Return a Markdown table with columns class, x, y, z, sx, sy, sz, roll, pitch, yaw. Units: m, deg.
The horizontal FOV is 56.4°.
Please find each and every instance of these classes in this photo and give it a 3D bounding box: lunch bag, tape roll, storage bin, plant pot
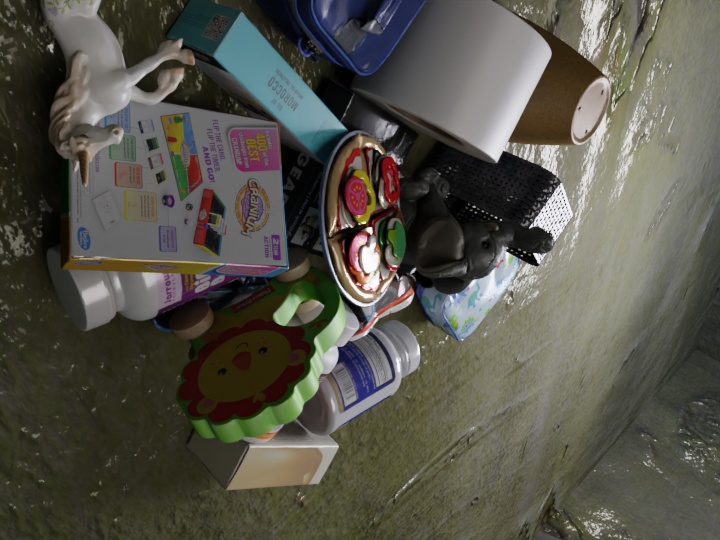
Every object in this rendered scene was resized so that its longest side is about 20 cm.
| class | x | y | z | sx | sy | sz | roll | pitch | yaw |
| --- | --- | --- | --- | --- | --- | --- | --- | --- | --- |
| lunch bag | 0.191 | 0.010 | 1.178 | 0.201 | 0.082 | 0.161 | -51 | 145 | -9 |
| tape roll | 0.105 | -0.234 | 0.795 | 0.202 | 0.202 | 0.140 | 16 | 105 | -53 |
| storage bin | 0.198 | -0.108 | 0.996 | 0.094 | 0.199 | 0.135 | -53 | 144 | -5 |
| plant pot | 0.237 | -0.253 | 0.938 | 0.186 | 0.199 | 0.188 | -30 | 137 | -33 |
| lunch bag | -0.008 | -0.299 | 0.670 | 0.201 | 0.132 | 0.136 | -57 | 143 | -1 |

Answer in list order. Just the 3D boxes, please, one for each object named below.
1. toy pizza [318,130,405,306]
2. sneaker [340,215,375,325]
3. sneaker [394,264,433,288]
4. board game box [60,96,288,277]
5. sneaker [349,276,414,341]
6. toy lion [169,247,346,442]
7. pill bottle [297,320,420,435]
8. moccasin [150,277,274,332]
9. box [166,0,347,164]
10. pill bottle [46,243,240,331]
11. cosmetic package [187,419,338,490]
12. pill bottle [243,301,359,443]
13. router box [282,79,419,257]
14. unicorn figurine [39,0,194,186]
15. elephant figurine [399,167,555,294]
| class | x | y | z | sx | sy | sz | roll | pitch | yaw |
| --- | --- | --- | --- | --- | --- | --- | --- | --- | --- |
| toy pizza | 0.013 | -0.059 | 0.773 | 0.200 | 0.031 | 0.203 | 2 | 88 | -63 |
| sneaker | 0.000 | 0.000 | 0.872 | 0.072 | 0.072 | 0.201 | -36 | 145 | -21 |
| sneaker | 0.113 | -0.011 | 1.034 | 0.198 | 0.076 | 0.089 | 6 | 67 | -35 |
| board game box | -0.167 | -0.074 | 0.617 | 0.198 | 0.040 | 0.155 | 3 | 75 | -33 |
| sneaker | -0.003 | 0.040 | 0.999 | 0.199 | 0.077 | 0.083 | -31 | 118 | -40 |
| toy lion | -0.098 | 0.079 | 0.688 | 0.199 | 0.191 | 0.069 | -31 | 128 | -16 |
| pill bottle | -0.007 | 0.153 | 1.021 | 0.199 | 0.119 | 0.121 | -23 | 132 | -38 |
| moccasin | -0.149 | 0.013 | 0.783 | 0.199 | 0.080 | 0.069 | -24 | 132 | -39 |
| box | -0.099 | -0.189 | 0.691 | 0.049 | 0.082 | 0.200 | -57 | 145 | -3 |
| pill bottle | -0.199 | -0.018 | 0.674 | 0.199 | 0.112 | 0.113 | -28 | 135 | -35 |
| cosmetic package | -0.134 | 0.250 | 0.958 | 0.199 | 0.105 | 0.072 | 21 | 100 | -52 |
| pill bottle | -0.098 | 0.115 | 0.861 | 0.200 | 0.110 | 0.109 | -49 | 145 | 12 |
| router box | -0.026 | -0.116 | 0.847 | 0.149 | 0.051 | 0.201 | 16 | 107 | -53 |
| unicorn figurine | -0.209 | -0.174 | 0.550 | 0.137 | 0.074 | 0.202 | -28 | 93 | -27 |
| elephant figurine | 0.119 | -0.033 | 0.884 | 0.141 | 0.200 | 0.156 | -16 | 142 | -39 |
